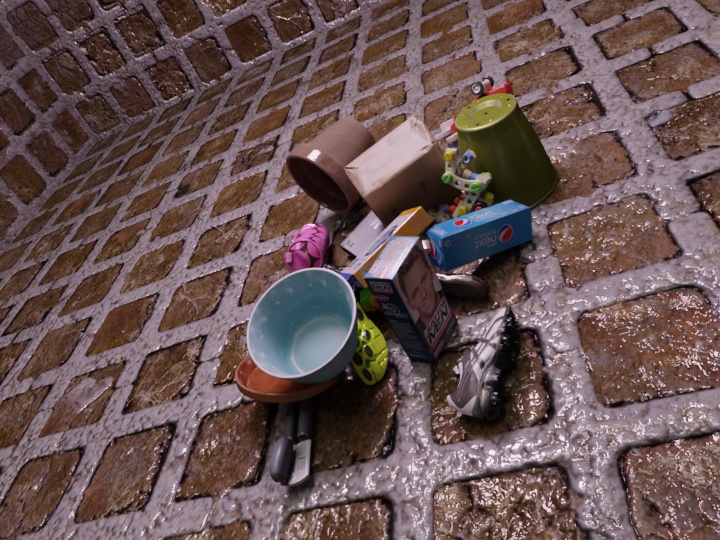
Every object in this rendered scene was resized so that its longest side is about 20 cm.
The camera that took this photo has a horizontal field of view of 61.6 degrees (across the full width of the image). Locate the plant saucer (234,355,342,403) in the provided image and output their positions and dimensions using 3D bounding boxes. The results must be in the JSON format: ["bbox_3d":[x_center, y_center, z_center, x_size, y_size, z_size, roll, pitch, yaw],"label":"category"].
[{"bbox_3d":[-0.127,0.185,1.097,0.196,0.033,0.201,-4,20,2],"label":"plant saucer"}]

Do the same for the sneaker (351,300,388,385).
[{"bbox_3d":[-0.004,0.126,1.104,0.073,0.084,0.201,-17,50,-13],"label":"sneaker"}]

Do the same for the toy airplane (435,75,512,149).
[{"bbox_3d":[0.279,-0.345,1.447,0.200,0.142,0.199,-42,-4,-1],"label":"toy airplane"}]

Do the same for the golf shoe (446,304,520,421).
[{"bbox_3d":[0.190,0.133,0.935,0.093,0.078,0.201,-4,41,35],"label":"golf shoe"}]

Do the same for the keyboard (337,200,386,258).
[{"bbox_3d":[0.027,-0.117,1.395,0.126,0.021,0.200,34,71,27],"label":"keyboard"}]

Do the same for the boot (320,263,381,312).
[{"bbox_3d":[-0.001,-0.001,1.252,0.156,0.080,0.212,-1,45,37],"label":"boot"}]

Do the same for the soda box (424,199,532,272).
[{"bbox_3d":[0.220,-0.067,1.116,0.197,0.069,0.064,-19,26,-19],"label":"soda box"}]

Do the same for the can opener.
[{"bbox_3d":[-0.107,0.269,1.009,0.052,0.067,0.201,-19,30,13],"label":"can opener"}]

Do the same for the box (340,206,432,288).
[{"bbox_3d":[0.039,-0.034,1.128,0.200,0.041,0.119,-47,9,-7],"label":"box"}]

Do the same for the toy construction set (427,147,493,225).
[{"bbox_3d":[0.196,-0.139,1.209,0.130,0.201,0.092,36,54,13],"label":"toy construction set"}]

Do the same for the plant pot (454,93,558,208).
[{"bbox_3d":[0.282,-0.246,1.241,0.198,0.194,0.202,-21,35,15],"label":"plant pot"}]

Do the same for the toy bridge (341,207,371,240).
[{"bbox_3d":[0.033,-0.135,1.443,0.067,0.027,0.201,9,52,43],"label":"toy bridge"}]

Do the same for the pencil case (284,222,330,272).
[{"bbox_3d":[-0.120,-0.049,1.351,0.092,0.092,0.200,10,13,-2],"label":"pencil case"}]

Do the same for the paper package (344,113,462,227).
[{"bbox_3d":[0.094,-0.191,1.273,0.189,0.200,0.104,-34,58,10],"label":"paper package"}]

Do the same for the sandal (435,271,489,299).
[{"bbox_3d":[0.140,0.038,1.114,0.197,0.082,0.055,7,70,34],"label":"sandal"}]

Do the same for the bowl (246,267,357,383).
[{"bbox_3d":[-0.083,0.109,1.022,0.197,0.105,0.203,-12,53,15],"label":"bowl"}]

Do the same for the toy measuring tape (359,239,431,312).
[{"bbox_3d":[0.073,0.020,1.092,0.200,0.073,0.074,-41,24,33],"label":"toy measuring tape"}]

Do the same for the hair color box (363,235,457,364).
[{"bbox_3d":[0.089,0.051,1.005,0.060,0.201,0.101,3,46,39],"label":"hair color box"}]

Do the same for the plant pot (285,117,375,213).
[{"bbox_3d":[-0.054,-0.267,1.447,0.199,0.201,0.176,18,66,48],"label":"plant pot"}]
